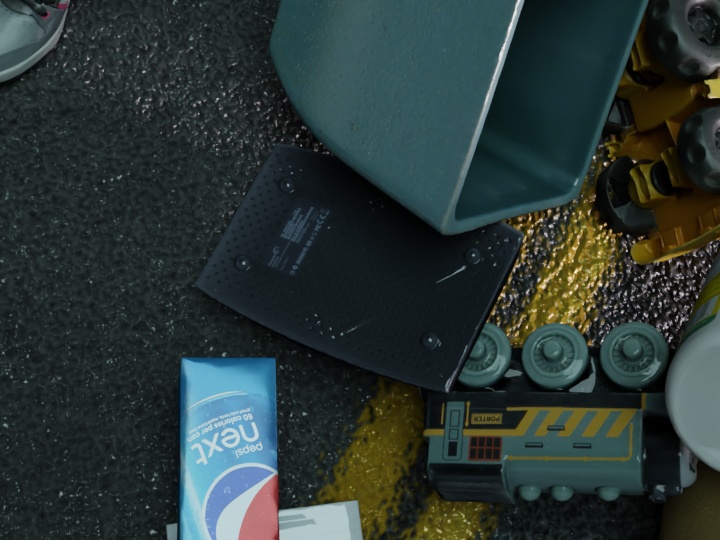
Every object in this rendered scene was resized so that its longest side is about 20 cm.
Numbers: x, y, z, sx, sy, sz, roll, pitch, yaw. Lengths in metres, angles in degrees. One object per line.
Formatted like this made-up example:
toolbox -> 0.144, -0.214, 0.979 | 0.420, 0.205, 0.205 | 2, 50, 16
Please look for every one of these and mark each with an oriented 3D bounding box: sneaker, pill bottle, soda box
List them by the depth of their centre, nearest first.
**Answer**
soda box -> -0.085, 0.160, 0.877 | 0.063, 0.068, 0.203 | 0, 75, -9
pill bottle -> 0.269, 0.034, 0.878 | 0.112, 0.113, 0.200 | 37, 39, 2
sneaker -> -0.214, -0.227, 0.957 | 0.083, 0.121, 0.201 | 32, 73, 0

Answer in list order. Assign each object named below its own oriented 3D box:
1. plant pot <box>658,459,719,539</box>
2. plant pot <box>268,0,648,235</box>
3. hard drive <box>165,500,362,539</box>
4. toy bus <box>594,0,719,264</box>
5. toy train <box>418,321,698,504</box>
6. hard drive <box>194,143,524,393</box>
plant pot -> 0.274, 0.177, 0.916 | 0.184, 0.187, 0.202 | 5, 60, -8
plant pot -> 0.054, -0.166, 0.928 | 0.199, 0.195, 0.198 | 30, 114, 27
hard drive -> -0.053, 0.261, 0.904 | 0.130, 0.027, 0.203 | -5, 76, -11
toy bus -> 0.269, -0.118, 1.019 | 0.190, 0.135, 0.203 | -5, 77, -28
toy train -> 0.132, 0.099, 0.926 | 0.197, 0.085, 0.115 | -1, 66, 16
hard drive -> 0.000, 0.000, 0.940 | 0.198, 0.042, 0.136 | 21, 71, 23
